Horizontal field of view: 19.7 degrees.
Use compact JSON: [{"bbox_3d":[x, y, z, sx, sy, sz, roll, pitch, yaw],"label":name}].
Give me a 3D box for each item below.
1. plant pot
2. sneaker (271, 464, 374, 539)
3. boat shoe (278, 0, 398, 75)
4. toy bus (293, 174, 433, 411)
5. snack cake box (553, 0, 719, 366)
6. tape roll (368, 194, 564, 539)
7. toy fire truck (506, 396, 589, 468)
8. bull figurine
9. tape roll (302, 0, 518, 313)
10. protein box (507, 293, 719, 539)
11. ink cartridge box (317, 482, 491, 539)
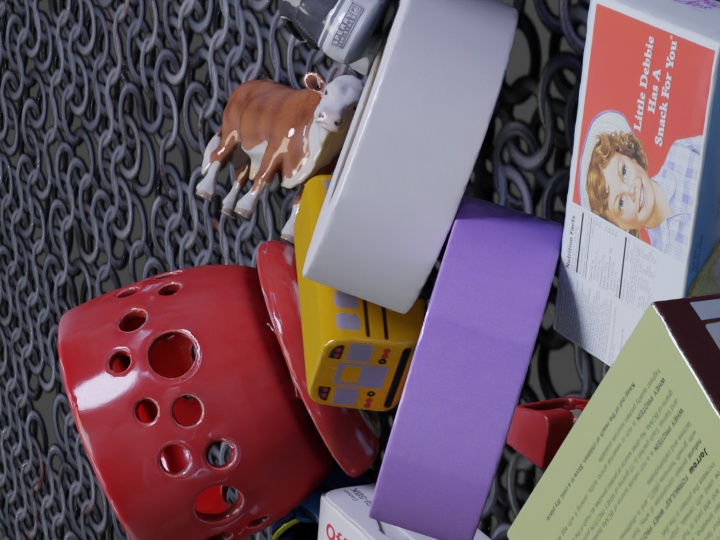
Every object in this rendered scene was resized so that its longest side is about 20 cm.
[{"bbox_3d":[-0.094,0.088,1.463,0.200,0.181,0.202,-23,-90,-82],"label":"plant pot"},{"bbox_3d":[-0.041,0.157,1.546,0.201,0.078,0.066,58,144,39],"label":"sneaker"},{"bbox_3d":[-0.015,-0.168,1.340,0.070,0.066,0.200,-62,-4,12],"label":"boat shoe"},{"bbox_3d":[0.000,0.000,1.385,0.201,0.078,0.065,-97,18,-46],"label":"toy bus"},{"bbox_3d":[0.172,-0.043,1.132,0.115,0.067,0.201,36,126,55],"label":"snack cake box"},{"bbox_3d":[0.063,0.060,1.238,0.200,0.065,0.201,16,-90,-86],"label":"tape roll"},{"bbox_3d":[0.157,0.168,1.222,0.200,0.048,0.142,29,120,55],"label":"toy fire truck"},{"bbox_3d":[-0.055,-0.090,1.512,0.122,0.065,0.200,-61,24,-3],"label":"bull figurine"},{"bbox_3d":[0.030,-0.079,1.272,0.202,0.070,0.204,-160,90,-87],"label":"tape roll"},{"bbox_3d":[0.204,0.147,1.045,0.201,0.134,0.199,62,144,33],"label":"protein box"},{"bbox_3d":[0.033,0.264,1.428,0.147,0.082,0.201,36,127,52],"label":"ink cartridge box"}]
